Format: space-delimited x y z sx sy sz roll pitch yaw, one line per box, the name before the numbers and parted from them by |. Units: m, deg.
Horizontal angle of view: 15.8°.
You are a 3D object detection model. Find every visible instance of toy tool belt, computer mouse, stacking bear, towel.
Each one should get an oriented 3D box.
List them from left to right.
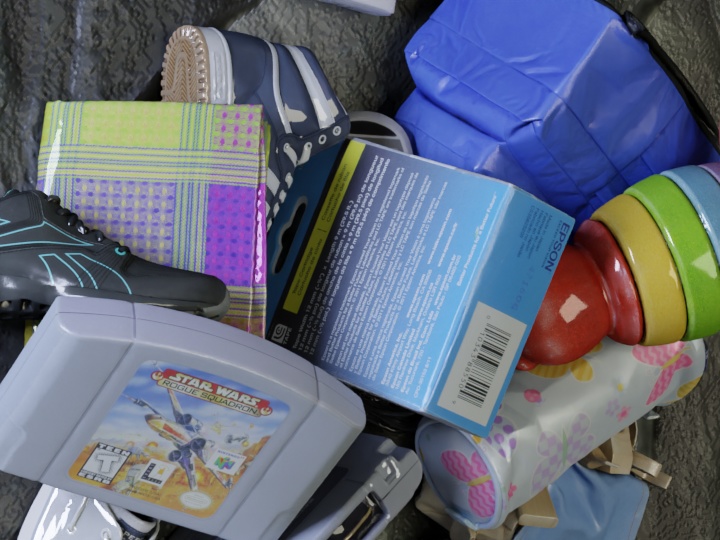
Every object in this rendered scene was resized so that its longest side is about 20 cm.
towel | -0.125 0.001 1.531 0.143 0.023 0.201 2 88 1
computer mouse | 0.000 0.000 1.658 0.044 0.109 0.201 28 68 -79
toy tool belt | 0.143 0.148 1.750 0.199 0.123 0.126 4 104 -42
stacking bear | 0.176 -0.003 1.609 0.199 0.114 0.122 -21 130 -10

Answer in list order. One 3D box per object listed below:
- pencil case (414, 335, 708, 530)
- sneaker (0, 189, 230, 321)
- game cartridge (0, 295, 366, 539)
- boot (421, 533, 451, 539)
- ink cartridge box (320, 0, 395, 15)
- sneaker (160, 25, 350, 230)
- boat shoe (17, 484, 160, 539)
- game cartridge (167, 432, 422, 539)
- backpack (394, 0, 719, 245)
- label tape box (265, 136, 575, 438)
pencil case | 0.128 0.085 1.652 0.199 0.083 0.091 -30 140 -30
sneaker | -0.171 -0.007 1.484 0.199 0.075 0.080 7 74 -8
game cartridge | -0.105 0.085 1.483 0.199 0.133 0.042 19 41 -24
boot | 0.064 0.265 1.748 0.199 0.069 0.175 5 82 -51
ink cartridge box | -0.045 -0.276 1.604 0.197 0.047 0.201 10 88 -37
sneaker | -0.066 -0.048 1.600 0.108 0.070 0.201 0 93 -36
boat shoe | -0.149 0.148 1.561 0.072 0.068 0.201 31 76 -37
game cartridge | -0.065 0.174 1.590 0.200 0.133 0.041 -46 122 -24
backpack | 0.130 -0.087 1.699 0.168 0.162 0.200 -48 133 2
label tape box | 0.022 0.004 1.586 0.066 0.200 0.144 24 87 -39
